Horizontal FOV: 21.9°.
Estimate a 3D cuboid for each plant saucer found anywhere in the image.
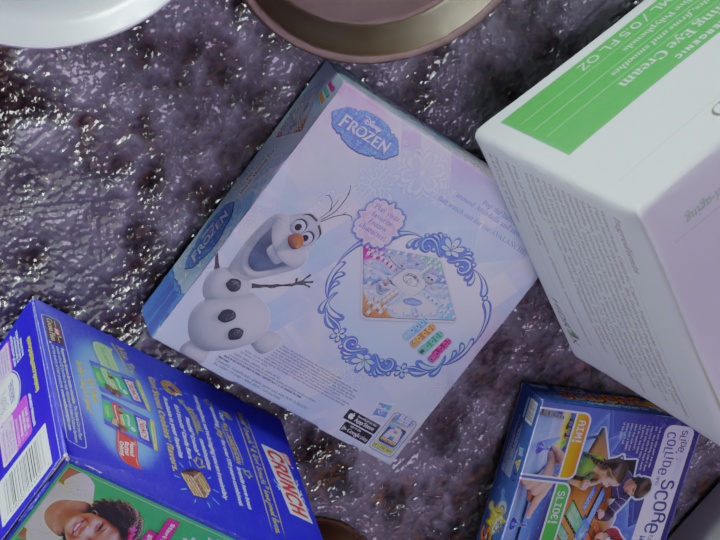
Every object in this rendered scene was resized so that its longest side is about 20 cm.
[{"bbox_3d":[0.012,-0.215,1.063,0.199,0.029,0.201,-8,122,-14],"label":"plant saucer"}]

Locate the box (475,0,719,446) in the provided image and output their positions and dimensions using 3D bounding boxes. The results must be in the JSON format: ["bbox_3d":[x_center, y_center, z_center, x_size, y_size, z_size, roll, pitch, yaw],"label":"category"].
[{"bbox_3d":[0.216,-0.044,1.118,0.199,0.171,0.200,-38,125,-13],"label":"box"}]

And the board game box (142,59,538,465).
[{"bbox_3d":[0.000,0.000,1.172,0.200,0.043,0.199,31,105,-30],"label":"board game box"}]

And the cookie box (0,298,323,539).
[{"bbox_3d":[-0.126,0.127,1.128,0.200,0.171,0.075,29,109,-29],"label":"cookie box"}]

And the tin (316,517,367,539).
[{"bbox_3d":[-0.010,0.251,1.318,0.112,0.042,0.200,-47,122,6],"label":"tin"}]

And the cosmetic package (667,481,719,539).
[{"bbox_3d":[0.260,0.261,1.384,0.107,0.085,0.200,33,104,-30],"label":"cosmetic package"}]

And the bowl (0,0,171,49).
[{"bbox_3d":[-0.169,-0.224,0.961,0.200,0.090,0.202,-8,121,-13],"label":"bowl"}]

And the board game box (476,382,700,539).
[{"bbox_3d":[0.152,0.184,1.313,0.135,0.034,0.201,9,105,-23],"label":"board game box"}]
